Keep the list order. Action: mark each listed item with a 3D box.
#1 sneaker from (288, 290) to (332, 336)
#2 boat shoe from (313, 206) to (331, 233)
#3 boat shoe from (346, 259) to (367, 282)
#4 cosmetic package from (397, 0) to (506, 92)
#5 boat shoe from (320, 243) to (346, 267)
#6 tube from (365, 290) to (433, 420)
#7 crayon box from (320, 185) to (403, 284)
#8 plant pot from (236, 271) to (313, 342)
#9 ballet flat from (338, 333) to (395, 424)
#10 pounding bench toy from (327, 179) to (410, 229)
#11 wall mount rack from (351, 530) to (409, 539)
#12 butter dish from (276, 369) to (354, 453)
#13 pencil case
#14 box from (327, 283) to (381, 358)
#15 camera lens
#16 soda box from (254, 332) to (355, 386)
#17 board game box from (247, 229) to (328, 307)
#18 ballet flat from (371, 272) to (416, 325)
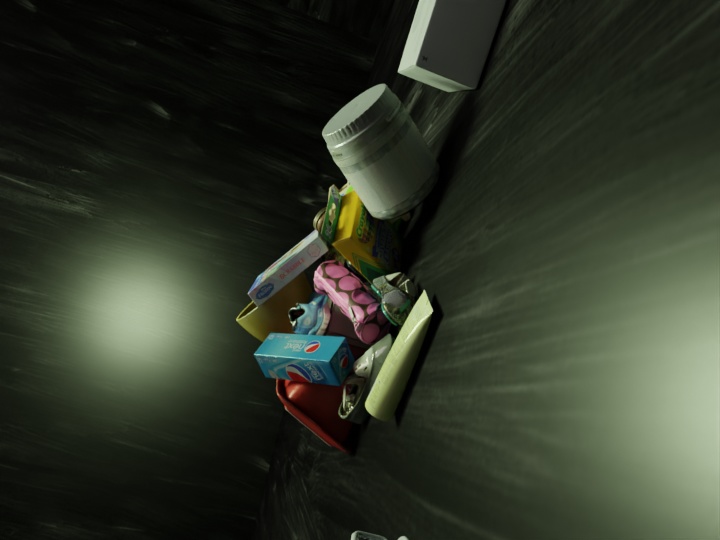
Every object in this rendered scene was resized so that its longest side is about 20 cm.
[{"bbox_3d":[-0.109,0.086,1.185,0.201,0.087,0.081,-98,25,-73],"label":"sneaker"},{"bbox_3d":[-0.034,-0.094,1.279,0.073,0.068,0.199,-57,-26,11],"label":"boat shoe"},{"bbox_3d":[-0.002,-0.002,1.242,0.066,0.075,0.199,-45,-3,12],"label":"boat shoe"},{"bbox_3d":[0.163,-0.437,0.974,0.201,0.119,0.205,-100,27,-74],"label":"cosmetic package"},{"bbox_3d":[-0.067,-0.024,1.306,0.200,0.061,0.075,-137,65,-79],"label":"boat shoe"},{"bbox_3d":[0.066,0.134,0.849,0.058,0.051,0.205,34,110,37],"label":"tube"},{"bbox_3d":[0.011,-0.066,1.088,0.051,0.200,0.129,-18,45,33],"label":"crayon box"},{"bbox_3d":[-0.179,0.110,1.327,0.198,0.143,0.200,-36,10,7],"label":"plant pot"},{"bbox_3d":[0.006,0.204,1.033,0.068,0.062,0.204,-102,28,-61],"label":"ballet flat"},{"bbox_3d":[0.048,-0.129,1.219,0.154,0.200,0.126,-33,30,23],"label":"pounding bench toy"},{"bbox_3d":[0.003,0.416,0.637,0.174,0.072,0.206,-111,37,-76],"label":"wall mount rack"},{"bbox_3d":[-0.070,0.255,1.169,0.149,0.199,0.199,-50,8,-4],"label":"butter dish"},{"bbox_3d":[-0.022,0.057,1.099,0.199,0.092,0.093,41,126,43],"label":"pencil case"},{"bbox_3d":[-0.029,0.117,1.273,0.200,0.106,0.131,126,159,-67],"label":"box"},{"bbox_3d":[0.041,-0.210,1.012,0.157,0.202,0.161,-30,26,16],"label":"camera lens"},{"bbox_3d":[-0.112,0.173,1.085,0.068,0.195,0.065,-52,-51,-43],"label":"soda box"},{"bbox_3d":[-0.162,-0.014,1.274,0.198,0.041,0.200,-39,10,2],"label":"board game box"},{"bbox_3d":[0.066,0.041,0.988,0.201,0.070,0.074,-113,41,-76],"label":"ballet flat"}]
